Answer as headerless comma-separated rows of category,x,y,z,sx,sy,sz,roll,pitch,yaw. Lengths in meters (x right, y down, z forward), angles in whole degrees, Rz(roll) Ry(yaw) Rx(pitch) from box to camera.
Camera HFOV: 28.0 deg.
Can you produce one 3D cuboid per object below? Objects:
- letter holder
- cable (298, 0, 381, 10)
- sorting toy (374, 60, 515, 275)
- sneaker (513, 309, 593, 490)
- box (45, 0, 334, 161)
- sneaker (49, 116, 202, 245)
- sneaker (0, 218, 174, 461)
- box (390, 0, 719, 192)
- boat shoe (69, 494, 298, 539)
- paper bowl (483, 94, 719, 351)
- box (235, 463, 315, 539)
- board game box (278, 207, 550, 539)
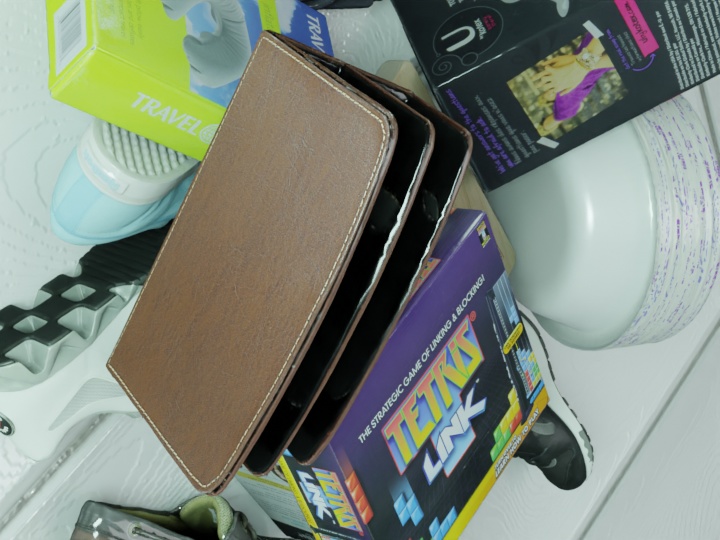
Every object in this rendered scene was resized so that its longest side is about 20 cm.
letter holder,-0.023,0.006,0.723,0.100,0.142,0.201,18,105,-37
cable,-0.032,-0.241,0.882,0.199,0.051,0.164,-11,107,-48
sorting toy,0.000,0.000,0.957,0.199,0.069,0.200,-58,137,-26
sneaker,0.113,0.116,1.137,0.088,0.076,0.201,-42,126,-17
box,-0.079,-0.115,0.792,0.199,0.048,0.123,22,45,-40
sneaker,-0.112,-0.067,0.830,0.074,0.082,0.200,51,31,6
sneaker,-0.128,0.033,0.821,0.200,0.074,0.089,-34,126,-30
box,0.138,-0.164,0.968,0.199,0.123,0.106,-26,133,7
boat shoe,-0.094,0.172,0.889,0.200,0.072,0.066,11,96,-46
paper bowl,0.163,-0.042,1.050,0.104,0.200,0.202,-6,104,-27
box,-0.051,0.107,0.916,0.049,0.082,0.200,-57,136,-25
board game box,0.035,0.084,0.912,0.200,0.056,0.166,-51,133,-35
